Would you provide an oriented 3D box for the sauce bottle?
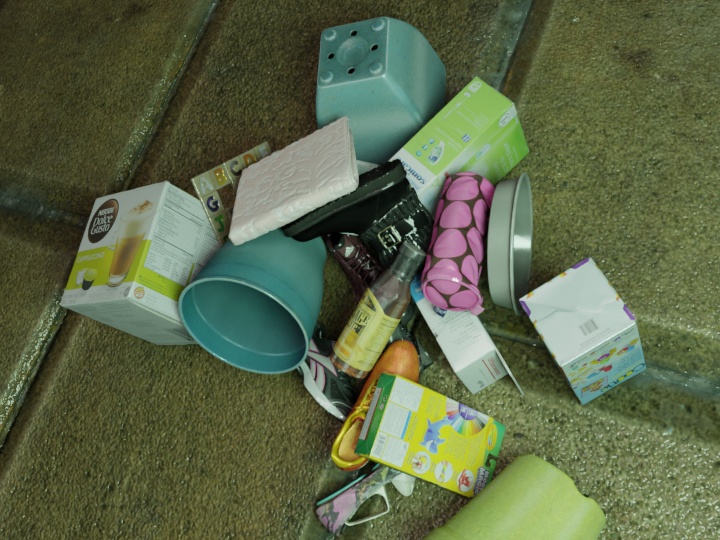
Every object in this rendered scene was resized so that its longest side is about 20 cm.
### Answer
[{"bbox_3d":[0.028,0.054,1.115,0.066,0.066,0.200,34,102,30],"label":"sauce bottle"}]

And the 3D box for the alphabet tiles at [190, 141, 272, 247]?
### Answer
[{"bbox_3d":[-0.168,-0.111,1.312,0.008,0.167,0.200,-4,24,46],"label":"alphabet tiles"}]

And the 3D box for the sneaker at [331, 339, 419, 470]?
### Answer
[{"bbox_3d":[0.027,0.188,1.104,0.073,0.077,0.200,24,79,11],"label":"sneaker"}]

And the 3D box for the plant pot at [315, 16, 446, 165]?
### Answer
[{"bbox_3d":[0.020,-0.302,1.314,0.196,0.200,0.197,-6,65,20],"label":"plant pot"}]

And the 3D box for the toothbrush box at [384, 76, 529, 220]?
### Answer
[{"bbox_3d":[0.152,-0.173,1.235,0.200,0.146,0.086,-43,59,-1],"label":"toothbrush box"}]

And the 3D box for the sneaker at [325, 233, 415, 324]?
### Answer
[{"bbox_3d":[0.000,0.000,1.236,0.076,0.116,0.200,-42,59,0],"label":"sneaker"}]

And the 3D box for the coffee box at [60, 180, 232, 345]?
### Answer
[{"bbox_3d":[-0.323,-0.004,1.292,0.200,0.200,0.198,-6,64,40],"label":"coffee box"}]

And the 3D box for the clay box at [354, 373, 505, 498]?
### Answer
[{"bbox_3d":[0.099,0.228,1.082,0.048,0.200,0.115,-8,58,60],"label":"clay box"}]

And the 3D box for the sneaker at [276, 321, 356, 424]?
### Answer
[{"bbox_3d":[-0.047,0.149,1.212,0.086,0.080,0.200,-41,60,-1],"label":"sneaker"}]

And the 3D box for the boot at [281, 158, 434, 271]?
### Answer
[{"bbox_3d":[0.007,-0.049,1.153,0.211,0.158,0.079,-22,22,18],"label":"boot"}]

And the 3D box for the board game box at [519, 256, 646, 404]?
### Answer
[{"bbox_3d":[0.291,0.084,1.032,0.105,0.200,0.103,-32,59,7],"label":"board game box"}]

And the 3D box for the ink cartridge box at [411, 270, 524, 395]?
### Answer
[{"bbox_3d":[0.147,0.097,1.134,0.067,0.116,0.200,-31,59,6],"label":"ink cartridge box"}]

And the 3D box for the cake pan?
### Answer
[{"bbox_3d":[0.211,-0.038,1.117,0.037,0.200,0.201,3,69,20],"label":"cake pan"}]

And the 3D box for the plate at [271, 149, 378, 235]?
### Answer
[{"bbox_3d":[-0.047,-0.131,1.265,0.199,0.032,0.200,9,39,-8],"label":"plate"}]

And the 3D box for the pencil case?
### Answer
[{"bbox_3d":[0.142,-0.038,1.094,0.094,0.091,0.200,26,57,-14],"label":"pencil case"}]

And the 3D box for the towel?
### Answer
[{"bbox_3d":[-0.096,-0.132,1.169,0.200,0.032,0.191,-25,34,16],"label":"towel"}]

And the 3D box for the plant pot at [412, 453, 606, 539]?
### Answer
[{"bbox_3d":[0.196,0.335,0.981,0.200,0.200,0.184,36,73,30],"label":"plant pot"}]

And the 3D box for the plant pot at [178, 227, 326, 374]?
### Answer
[{"bbox_3d":[-0.143,0.020,1.204,0.200,0.200,0.188,0,44,22],"label":"plant pot"}]

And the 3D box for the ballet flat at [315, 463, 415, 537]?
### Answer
[{"bbox_3d":[0.028,0.303,1.127,0.200,0.069,0.071,-40,77,5],"label":"ballet flat"}]

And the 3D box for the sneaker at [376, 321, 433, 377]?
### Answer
[{"bbox_3d":[0.061,0.117,1.177,0.090,0.066,0.200,-6,85,8],"label":"sneaker"}]
